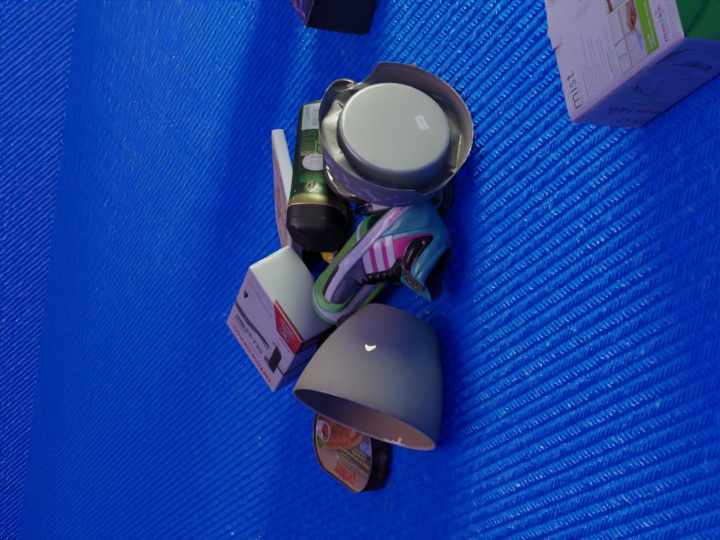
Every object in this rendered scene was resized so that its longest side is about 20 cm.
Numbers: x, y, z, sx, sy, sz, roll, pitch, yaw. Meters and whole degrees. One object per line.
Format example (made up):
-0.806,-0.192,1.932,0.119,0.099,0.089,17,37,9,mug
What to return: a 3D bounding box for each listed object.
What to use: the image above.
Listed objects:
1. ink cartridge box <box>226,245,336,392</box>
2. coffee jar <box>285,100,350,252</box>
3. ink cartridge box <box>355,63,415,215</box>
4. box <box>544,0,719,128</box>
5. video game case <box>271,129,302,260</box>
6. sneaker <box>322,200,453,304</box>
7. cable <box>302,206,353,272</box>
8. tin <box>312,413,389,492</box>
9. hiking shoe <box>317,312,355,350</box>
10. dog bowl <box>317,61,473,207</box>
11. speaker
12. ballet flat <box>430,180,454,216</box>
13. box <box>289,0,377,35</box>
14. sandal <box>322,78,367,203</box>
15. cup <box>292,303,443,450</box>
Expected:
-0.122,0.079,1.843,0.145,0.083,0.200,54,151,14,ink cartridge box
-0.054,-0.131,1.690,0.104,0.084,0.203,68,-154,-69,coffee jar
0.035,-0.181,1.658,0.109,0.050,0.203,-7,84,63,ink cartridge box
0.268,-0.267,1.154,0.176,0.096,0.203,-39,55,57,box
-0.117,-0.094,1.892,0.201,0.023,0.184,-105,12,-49,video game case
0.048,0.004,1.542,0.121,0.083,0.200,49,116,12,sneaker
-0.061,-0.049,1.844,0.199,0.050,0.099,-11,73,63,cable
-0.015,0.257,1.755,0.200,0.041,0.114,22,105,61,tin
0.000,0.121,1.708,0.200,0.075,0.102,130,126,-63,hiking shoe
0.041,-0.168,1.502,0.059,0.197,0.202,106,153,-59,dog bowl
0.000,0.000,1.684,0.200,0.087,0.089,-51,46,50,speaker
0.055,-0.155,1.564,0.067,0.046,0.201,-38,70,22,ballet flat
-0.047,-0.468,1.771,0.201,0.103,0.149,61,140,45,box
-0.016,-0.183,1.613,0.055,0.081,0.202,71,-167,-65,sandal
0.028,0.129,1.542,0.200,0.199,0.145,-11,54,62,cup
